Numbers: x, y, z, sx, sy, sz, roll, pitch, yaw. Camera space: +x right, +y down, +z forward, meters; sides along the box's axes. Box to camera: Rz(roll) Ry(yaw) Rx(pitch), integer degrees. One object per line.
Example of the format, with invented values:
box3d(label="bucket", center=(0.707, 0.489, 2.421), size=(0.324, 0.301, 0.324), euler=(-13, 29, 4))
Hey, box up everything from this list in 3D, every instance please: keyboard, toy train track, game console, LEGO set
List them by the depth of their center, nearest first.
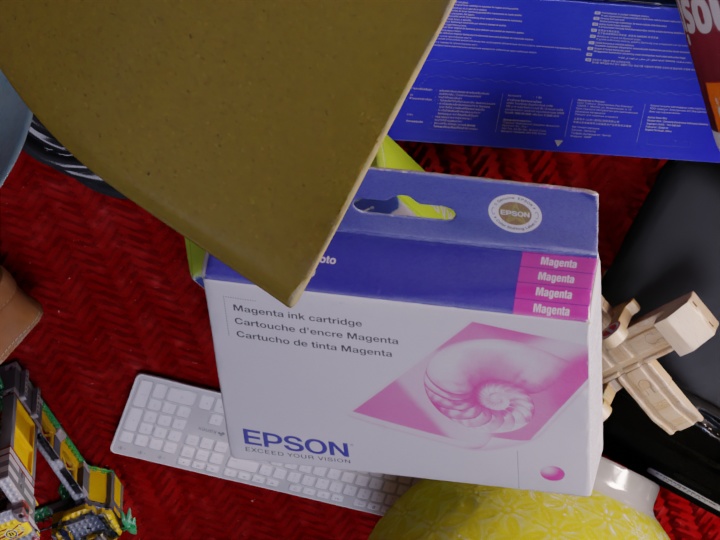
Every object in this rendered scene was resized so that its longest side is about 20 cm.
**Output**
box3d(label="toy train track", center=(0.103, 0.065, 1.515), size=(0.200, 0.033, 0.115), euler=(-29, 109, 39))
box3d(label="game console", center=(0.217, 0.055, 1.562), size=(0.200, 0.117, 0.176), euler=(29, 159, 3))
box3d(label="LEGO set", center=(-0.230, 0.152, 1.594), size=(0.199, 0.116, 0.154), euler=(-14, 127, 7))
box3d(label="keyboard", center=(-0.040, 0.103, 1.637), size=(0.199, 0.011, 0.056), euler=(14, 125, -14))

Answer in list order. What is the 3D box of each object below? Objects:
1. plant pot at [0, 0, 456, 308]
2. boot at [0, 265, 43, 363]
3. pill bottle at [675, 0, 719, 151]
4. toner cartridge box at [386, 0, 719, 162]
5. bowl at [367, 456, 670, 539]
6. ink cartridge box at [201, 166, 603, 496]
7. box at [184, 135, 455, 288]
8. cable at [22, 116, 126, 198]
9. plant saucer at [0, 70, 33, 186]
box3d(label="plant pot", center=(-0.059, -0.143, 1.279), size=(0.200, 0.196, 0.195), euler=(28, 121, -2))
box3d(label="boot", center=(-0.222, -0.015, 1.503), size=(0.200, 0.074, 0.155), euler=(-36, 125, 28))
box3d(label="pill bottle", center=(0.213, -0.118, 1.373), size=(0.113, 0.113, 0.201), euler=(-16, 99, 8))
box3d(label="toner cartridge box", center=(0.105, -0.110, 1.461), size=(0.199, 0.043, 0.095), euler=(4, 126, -7))
box3d(label="bowl", center=(0.110, 0.152, 1.601), size=(0.200, 0.200, 0.108), euler=(25, 86, -21))
box3d(label="ink cartridge box", center=(0.022, 0.032, 1.438), size=(0.196, 0.043, 0.200), euler=(6, 140, 11))
box3d(label="box", center=(0.000, 0.000, 1.508), size=(0.122, 0.048, 0.200), euler=(-26, 139, 20))
box3d(label="cable", center=(-0.109, -0.124, 1.439), size=(0.163, 0.051, 0.200), euler=(-1, 133, 4))
box3d(label="plant saucer", center=(-0.254, -0.092, 1.398), size=(0.200, 0.202, 0.039), euler=(-5, 169, 0))
